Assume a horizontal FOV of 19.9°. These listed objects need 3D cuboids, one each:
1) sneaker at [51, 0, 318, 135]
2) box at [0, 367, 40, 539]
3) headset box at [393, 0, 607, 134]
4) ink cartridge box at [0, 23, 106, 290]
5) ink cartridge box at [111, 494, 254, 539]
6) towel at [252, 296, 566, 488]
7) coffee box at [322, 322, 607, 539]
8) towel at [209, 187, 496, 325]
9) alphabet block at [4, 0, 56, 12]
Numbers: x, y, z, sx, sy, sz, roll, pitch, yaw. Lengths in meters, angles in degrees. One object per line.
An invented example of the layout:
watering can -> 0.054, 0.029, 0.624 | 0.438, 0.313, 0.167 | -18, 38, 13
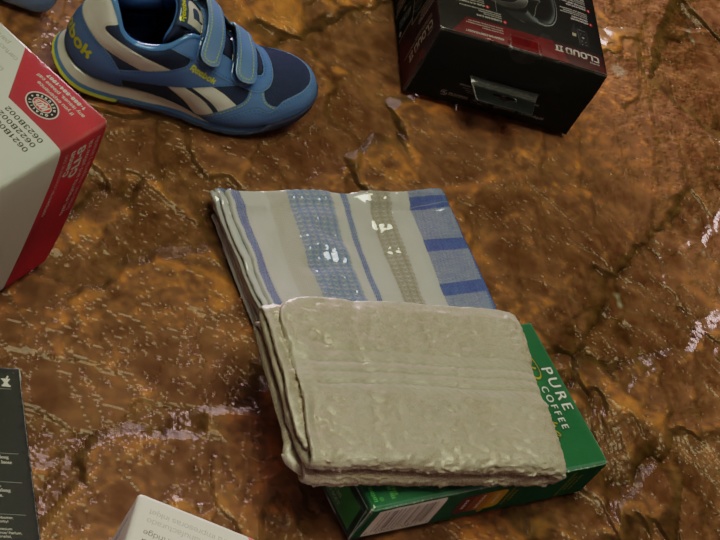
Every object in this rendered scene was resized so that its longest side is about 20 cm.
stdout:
sneaker -> -0.115, -0.154, 1.466 | 0.200, 0.082, 0.074 | 9, 47, -26
box -> -0.285, 0.123, 1.122 | 0.200, 0.079, 0.141 | 6, 53, -25
headset box -> 0.108, -0.205, 1.646 | 0.149, 0.077, 0.200 | 13, 48, -20
ink cartridge box -> -0.285, -0.051, 1.228 | 0.145, 0.145, 0.200 | 42, 45, 9
ink cartridge box -> -0.092, 0.245, 1.121 | 0.145, 0.084, 0.200 | 23, 44, -10
towel -> 0.032, 0.080, 1.314 | 0.200, 0.034, 0.133 | 5, 51, -27
coffee box -> 0.056, 0.105, 1.362 | 0.200, 0.044, 0.123 | -9, 57, -35
towel -> 0.000, 0.000, 1.438 | 0.200, 0.024, 0.147 | -1, 54, -31
alphabet block -> -0.267, -0.340, 1.461 | 0.195, 0.196, 0.200 | 20, 45, -16
